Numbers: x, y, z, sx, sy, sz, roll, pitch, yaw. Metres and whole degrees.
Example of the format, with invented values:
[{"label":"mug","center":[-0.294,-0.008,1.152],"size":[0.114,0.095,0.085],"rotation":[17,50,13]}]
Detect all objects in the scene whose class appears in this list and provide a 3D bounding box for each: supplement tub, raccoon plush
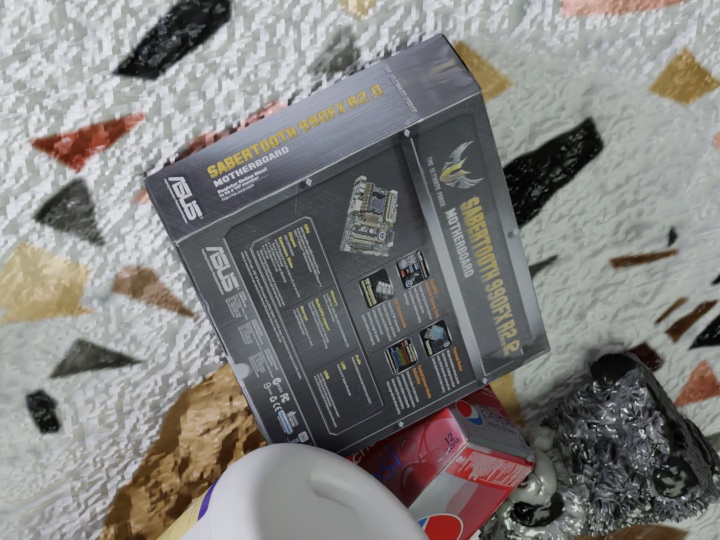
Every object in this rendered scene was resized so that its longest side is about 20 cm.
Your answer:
[{"label":"supplement tub","center":[-0.064,0.197,0.960],"size":[0.145,0.146,0.200],"rotation":[18,129,-40]},{"label":"raccoon plush","center":[0.140,0.138,1.121],"size":[0.133,0.097,0.200],"rotation":[-32,138,12]}]

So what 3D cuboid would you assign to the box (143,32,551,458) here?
[{"label":"box","center":[0.000,0.000,0.936],"size":[0.157,0.048,0.201],"rotation":[-27,138,-5]}]

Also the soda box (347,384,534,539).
[{"label":"soda box","center":[0.004,0.145,1.057],"size":[0.063,0.070,0.200],"rotation":[21,117,-43]}]
